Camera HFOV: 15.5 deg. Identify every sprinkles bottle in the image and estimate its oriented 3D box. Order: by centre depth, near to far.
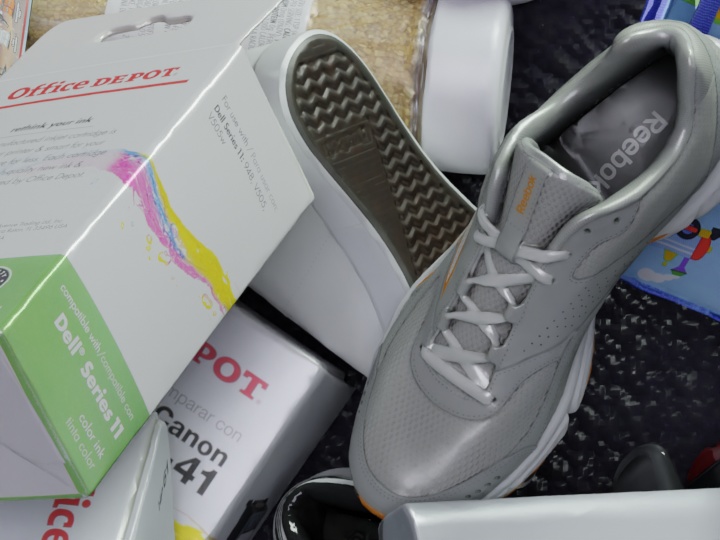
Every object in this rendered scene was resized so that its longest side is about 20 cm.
[{"bbox_3d":[-0.043,-0.080,1.005,0.200,0.068,0.068,6,85,6],"label":"sprinkles bottle"}]

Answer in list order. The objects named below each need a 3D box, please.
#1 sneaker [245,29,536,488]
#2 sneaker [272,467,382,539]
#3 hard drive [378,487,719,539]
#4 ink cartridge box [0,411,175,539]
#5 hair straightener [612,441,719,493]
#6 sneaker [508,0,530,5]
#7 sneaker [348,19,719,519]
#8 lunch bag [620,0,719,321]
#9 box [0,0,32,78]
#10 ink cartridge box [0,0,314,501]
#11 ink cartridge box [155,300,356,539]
[{"bbox_3d":[0.000,0.000,0.980,0.085,0.073,0.200,-11,120,40],"label":"sneaker"},{"bbox_3d":[0.049,0.141,0.950,0.200,0.115,0.076,33,88,8],"label":"sneaker"},{"bbox_3d":[0.109,0.140,0.897,0.200,0.026,0.132,0,67,-30],"label":"hard drive"},{"bbox_3d":[-0.170,0.114,0.871,0.200,0.085,0.145,4,42,8],"label":"ink cartridge box"},{"bbox_3d":[0.120,0.156,0.939,0.077,0.041,0.200,3,66,-29],"label":"hair straightener"},{"bbox_3d":[0.106,-0.181,0.992,0.200,0.088,0.080,-40,81,-1],"label":"sneaker"},{"bbox_3d":[0.054,-0.005,0.879,0.076,0.092,0.200,34,91,21],"label":"sneaker"},{"bbox_3d":[0.173,-0.057,0.965,0.150,0.094,0.200,19,103,-13],"label":"lunch bag"},{"bbox_3d":[-0.185,-0.059,0.978,0.137,0.040,0.200,-9,67,39],"label":"box"},{"bbox_3d":[-0.096,-0.011,0.871,0.117,0.200,0.067,-5,124,35],"label":"ink cartridge box"},{"bbox_3d":[-0.120,0.082,0.988,0.148,0.086,0.200,33,90,9],"label":"ink cartridge box"}]
